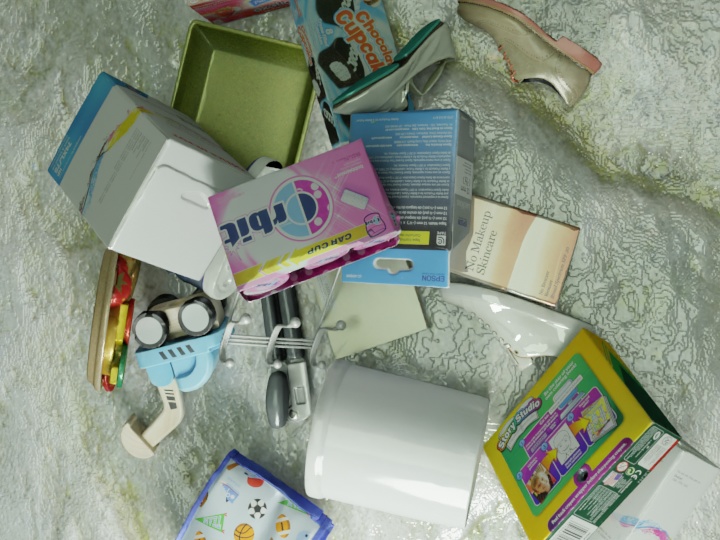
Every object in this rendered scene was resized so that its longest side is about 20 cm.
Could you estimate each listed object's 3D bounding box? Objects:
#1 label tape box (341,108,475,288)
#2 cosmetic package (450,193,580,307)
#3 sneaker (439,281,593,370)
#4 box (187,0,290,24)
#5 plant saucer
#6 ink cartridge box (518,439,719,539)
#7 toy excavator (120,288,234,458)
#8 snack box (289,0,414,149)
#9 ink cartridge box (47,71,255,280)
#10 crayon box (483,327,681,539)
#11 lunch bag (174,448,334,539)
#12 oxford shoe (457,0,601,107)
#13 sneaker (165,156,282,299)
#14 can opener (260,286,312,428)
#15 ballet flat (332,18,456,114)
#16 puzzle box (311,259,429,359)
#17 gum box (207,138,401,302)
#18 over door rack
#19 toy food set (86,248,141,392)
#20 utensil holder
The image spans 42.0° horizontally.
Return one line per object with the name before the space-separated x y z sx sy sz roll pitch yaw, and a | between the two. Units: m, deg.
label tape box | 0.056 -0.083 1.110 0.141 0.066 0.204 2 89 27
cosmetic package | 0.164 -0.035 1.161 0.197 0.087 0.105 17 95 13
sneaker | 0.183 0.074 1.164 0.197 0.073 0.086 20 92 11
box | -0.127 -0.404 1.226 0.196 0.095 0.105 -10 87 13
plant saucer | -0.155 -0.211 1.256 0.196 0.048 0.204 16 93 13
ink cartridge box | 0.299 0.263 1.094 0.084 0.144 0.202 26 99 -32
toy excavator | -0.250 0.139 1.259 0.191 0.100 0.204 -14 102 5
snack box | -0.008 -0.265 1.199 0.114 0.037 0.204 -16 86 -22
ink cartridge box | -0.254 -0.114 1.139 0.200 0.146 0.147 41 102 41
crayon box | 0.247 0.198 1.082 0.058 0.173 0.201 27 111 -27
lunch bag | -0.144 0.357 1.216 0.168 0.124 0.202 31 104 12
oxford shoe | 0.196 -0.275 1.165 0.198 0.070 0.076 32 102 12
sneaker | -0.194 -0.079 1.216 0.145 0.080 0.203 33 105 29
can opener | -0.101 0.103 1.238 0.052 0.066 0.204 -8 83 14
ballet flat | 0.051 -0.236 1.166 0.069 0.070 0.200 44 66 9
puzzle box | 0.000 0.000 1.231 0.131 0.025 0.204 -18 86 13
gum box | -0.059 -0.057 1.059 0.197 0.066 0.115 -21 77 -1
over door rack | -0.086 0.028 1.159 0.066 0.145 0.204 32 112 55
toy food set | -0.321 0.063 1.224 0.048 0.200 0.202 8 91 -13
utensil holder | 0.048 0.214 1.148 0.196 0.170 0.173 11 92 12
